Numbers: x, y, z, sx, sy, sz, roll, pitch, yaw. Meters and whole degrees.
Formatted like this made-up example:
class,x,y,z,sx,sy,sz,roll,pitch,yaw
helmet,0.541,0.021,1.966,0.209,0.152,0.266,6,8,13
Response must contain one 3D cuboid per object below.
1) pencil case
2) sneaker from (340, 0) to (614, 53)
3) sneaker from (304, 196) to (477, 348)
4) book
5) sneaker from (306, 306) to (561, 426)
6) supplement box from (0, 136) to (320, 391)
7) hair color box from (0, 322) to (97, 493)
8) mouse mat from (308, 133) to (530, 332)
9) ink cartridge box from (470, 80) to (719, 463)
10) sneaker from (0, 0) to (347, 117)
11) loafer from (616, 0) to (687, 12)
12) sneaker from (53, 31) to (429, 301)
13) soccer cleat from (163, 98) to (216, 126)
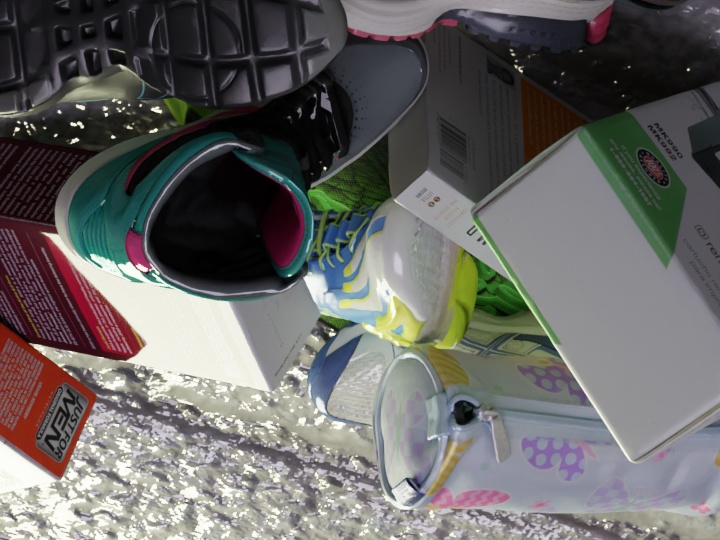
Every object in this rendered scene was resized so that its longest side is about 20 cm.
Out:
class,x,y,z,sx,sy,sz,roll,pitch,yaw
pencil case,0.105,0.083,1.281,0.200,0.083,0.091,5,151,-28
sneaker,0.036,-0.158,1.178,0.200,0.081,0.075,0,128,-27
sneaker,0.000,0.000,1.297,0.105,0.076,0.200,11,167,11
book,0.099,-0.034,1.262,0.200,0.134,0.048,34,122,-25
sneaker,0.064,0.068,1.391,0.200,0.088,0.075,-8,136,13
supplement box,-0.131,-0.006,1.311,0.200,0.061,0.109,10,141,29
hair color box,-0.254,0.046,1.356,0.101,0.061,0.200,-15,133,45
mouse mat,0.039,-0.004,1.388,0.200,0.008,0.161,31,130,-24
ink cartridge box,0.167,-0.009,1.209,0.084,0.200,0.146,-40,79,35
sneaker,-0.097,-0.114,1.145,0.200,0.079,0.076,-1,102,19
loafer,0.102,-0.196,1.125,0.200,0.072,0.063,46,155,-23
sneaker,-0.037,-0.051,1.145,0.200,0.121,0.084,-32,117,-13
soccer cleat,-0.096,-0.136,1.230,0.067,0.081,0.200,-28,106,17
